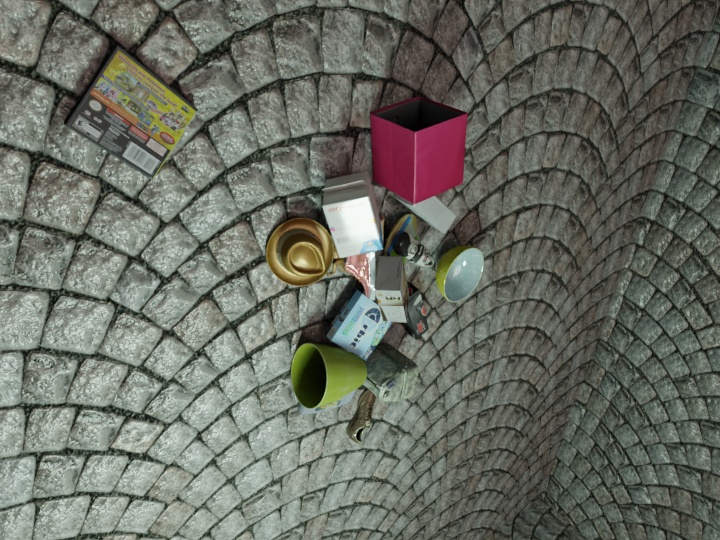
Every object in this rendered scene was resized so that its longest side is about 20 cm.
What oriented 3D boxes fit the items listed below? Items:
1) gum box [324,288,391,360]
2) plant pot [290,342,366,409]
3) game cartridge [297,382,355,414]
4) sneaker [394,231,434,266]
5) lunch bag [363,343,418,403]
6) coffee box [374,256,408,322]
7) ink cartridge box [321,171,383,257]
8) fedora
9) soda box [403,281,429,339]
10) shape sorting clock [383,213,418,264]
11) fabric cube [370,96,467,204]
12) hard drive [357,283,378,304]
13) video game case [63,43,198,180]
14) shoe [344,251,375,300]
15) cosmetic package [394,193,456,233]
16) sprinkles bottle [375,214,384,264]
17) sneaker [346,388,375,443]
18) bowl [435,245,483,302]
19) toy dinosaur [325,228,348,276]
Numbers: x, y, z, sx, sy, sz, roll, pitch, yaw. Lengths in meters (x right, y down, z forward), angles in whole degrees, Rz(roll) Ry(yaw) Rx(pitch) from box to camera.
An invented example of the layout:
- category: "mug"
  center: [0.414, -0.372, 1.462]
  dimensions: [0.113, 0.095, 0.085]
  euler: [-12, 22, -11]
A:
- category: "gum box"
  center: [0.001, 0.173, 1.725]
  dimensions: [0.172, 0.044, 0.199]
  euler: [-55, 137, -2]
- category: "plant pot"
  center: [-0.082, 0.314, 1.682]
  dimensions: [0.197, 0.186, 0.191]
  euler: [3, 112, -42]
- category: "game cartridge"
  center: [-0.103, 0.409, 1.790]
  dimensions: [0.196, 0.041, 0.134]
  euler: [-8, 144, -28]
- category: "sneaker"
  center: [0.174, -0.059, 1.691]
  dimensions: [0.199, 0.087, 0.075]
  euler: [25, 89, -58]
- category: "lunch bag"
  center: [0.075, 0.347, 1.831]
  dimensions: [0.165, 0.199, 0.143]
  euler: [-8, 118, -38]
- category: "coffee box"
  center: [0.096, 0.060, 1.647]
  dimensions: [0.201, 0.078, 0.117]
  euler: [73, 21, -56]
- category: "ink cartridge box"
  center: [-0.021, -0.160, 1.475]
  dimensions: [0.125, 0.127, 0.203]
  euler: [-10, 129, 8]
- category: "fedora"
  center: [-0.151, -0.038, 1.467]
  dimensions: [0.196, 0.082, 0.205]
  euler: [-9, 113, -21]
- category: "soda box"
  center: [0.180, 0.141, 1.903]
  dimensions: [0.070, 0.063, 0.203]
  euler: [-36, 133, -19]
- category: "shape sorting clock"
  center: [0.124, -0.080, 1.719]
  dimensions: [0.199, 0.039, 0.204]
  euler: [-36, 137, -43]
- category: "fabric cube"
  center: [0.158, -0.337, 1.514]
  dimensions: [0.194, 0.199, 0.203]
  euler: [-26, 131, -28]
- category: "hard drive"
  center: [0.012, 0.145, 1.777]
  dimensions: [0.138, 0.038, 0.203]
  euler: [23, 98, -45]
- category: "video game case"
  center: [-0.457, -0.313, 1.112]
  dimensions: [0.199, 0.025, 0.183]
  euler: [35, 89, -45]
- category: "shoe"
  center: [0.000, 0.000, 1.603]
  dimensions: [0.089, 0.072, 0.204]
  euler: [-2, 125, 1]
- category: "cosmetic package"
  center: [0.202, -0.199, 1.701]
  dimensions: [0.199, 0.101, 0.075]
  euler: [33, 92, -45]
- category: "sprinkles bottle"
  center: [0.036, -0.067, 1.653]
  dimensions: [0.067, 0.068, 0.204]
  euler: [-18, 125, -32]
- category: "sneaker"
  center: [0.020, 0.525, 1.973]
  dimensions: [0.070, 0.075, 0.204]
  euler: [12, 106, -44]
- category: "bowl"
  center: [0.326, -0.005, 1.914]
  dimensions: [0.197, 0.107, 0.204]
  euler: [-20, 126, -31]
- category: "toy dinosaur"
  center: [-0.067, -0.028, 1.592]
  dimensions: [0.106, 0.060, 0.202]
  euler: [-39, 134, -19]
